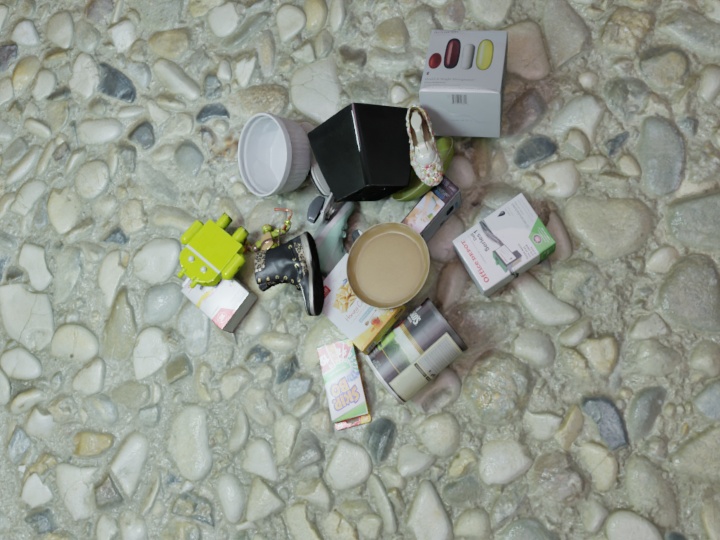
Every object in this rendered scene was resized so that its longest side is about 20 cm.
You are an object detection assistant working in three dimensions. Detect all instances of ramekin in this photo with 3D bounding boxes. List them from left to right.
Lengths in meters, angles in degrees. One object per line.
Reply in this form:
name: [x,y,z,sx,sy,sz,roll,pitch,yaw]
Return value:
ramekin: [-0.212,-0.291,1.690,0.197,0.104,0.207,7,100,42]

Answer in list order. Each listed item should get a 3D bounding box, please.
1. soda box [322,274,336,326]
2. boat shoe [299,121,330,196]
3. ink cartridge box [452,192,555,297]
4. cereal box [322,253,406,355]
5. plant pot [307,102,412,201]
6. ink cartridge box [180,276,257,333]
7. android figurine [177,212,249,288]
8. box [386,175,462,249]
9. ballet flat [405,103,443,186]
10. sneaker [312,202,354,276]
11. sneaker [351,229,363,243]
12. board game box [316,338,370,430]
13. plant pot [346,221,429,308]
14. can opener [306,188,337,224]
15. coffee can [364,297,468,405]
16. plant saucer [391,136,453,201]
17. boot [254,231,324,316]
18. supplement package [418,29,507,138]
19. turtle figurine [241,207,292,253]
soda box: [-0.097,0.051,1.650,0.064,0.068,0.200,-46,73,2]
boat shoe: [-0.123,-0.278,1.724,0.060,0.073,0.204,-32,81,49]
ink cartridge box: [0.331,-0.056,1.558,0.198,0.084,0.148,-34,73,5]
cereal box: [-0.009,0.075,1.549,0.199,0.040,0.145,40,88,29]
plant pot: [0.014,-0.268,1.589,0.198,0.196,0.183,-19,78,51]
ink cartridge box: [-0.376,0.049,1.718,0.199,0.067,0.117,38,88,18]
android figurine: [-0.376,-0.046,1.687,0.181,0.041,0.201,38,77,17]
box: [0.155,-0.121,1.599,0.060,0.117,0.201,42,89,14]
ballet flat: [0.136,-0.285,1.503,0.074,0.064,0.205,-19,65,11]
sneaker: [-0.052,-0.074,1.676,0.118,0.073,0.202,43,66,-20]
sneaker: [0.000,0.000,1.628,0.082,0.075,0.205,-15,76,1]
board game box: [-0.040,0.273,1.617,0.093,0.030,0.206,-16,78,11]
plant pot: [0.063,-0.010,1.514,0.194,0.027,0.206,-6,71,17]
can opener: [-0.069,-0.200,1.660,0.065,0.053,0.203,24,60,7]
coffee can: [0.127,0.184,1.529,0.199,0.146,0.147,-41,73,3]
plant saucer: [0.155,-0.235,1.601,0.031,0.200,0.201,41,92,-18]
boot: [-0.167,0.021,1.564,0.147,0.073,0.206,-14,73,14]
supplement package: [0.248,-0.443,1.590,0.186,0.148,0.204,5,60,13]
turtle figurine: [-0.239,-0.056,1.703,0.196,0.064,0.165,-25,54,21]
